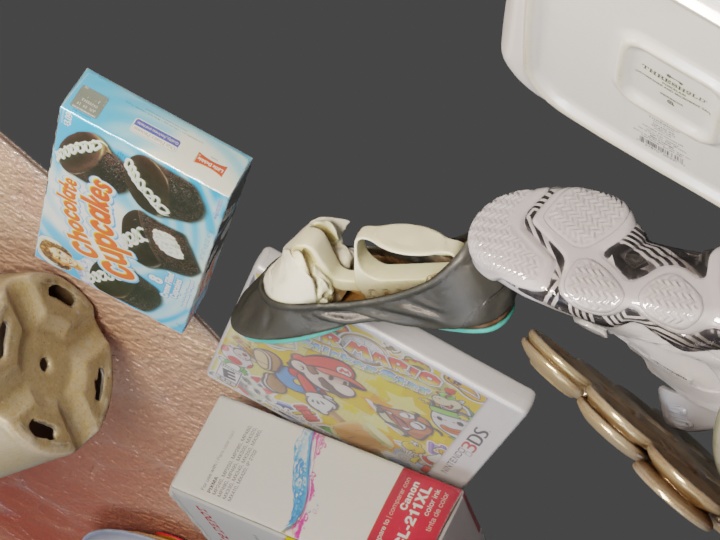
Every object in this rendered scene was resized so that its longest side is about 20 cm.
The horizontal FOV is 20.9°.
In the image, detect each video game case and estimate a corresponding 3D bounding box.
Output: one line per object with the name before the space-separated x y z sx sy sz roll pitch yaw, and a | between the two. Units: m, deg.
video game case | 0.001 0.076 1.322 0.200 0.023 0.182 29 150 0

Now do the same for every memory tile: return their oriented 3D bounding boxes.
memory tile | 0.170 0.104 1.039 0.153 0.017 0.200 46 -172 39

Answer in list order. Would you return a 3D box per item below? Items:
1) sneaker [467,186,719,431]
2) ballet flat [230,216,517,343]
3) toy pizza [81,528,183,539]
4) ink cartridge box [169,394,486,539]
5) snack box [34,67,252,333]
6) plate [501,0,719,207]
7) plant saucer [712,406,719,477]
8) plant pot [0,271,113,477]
sneaker | 0.154 0.027 1.062 0.199 0.075 0.115 15 146 18
ballet flat | 0.000 0.000 1.171 0.199 0.068 0.069 -5 128 29
toy pizza | -0.162 0.286 1.778 0.200 0.032 0.200 20 149 13
ink cartridge box | -0.019 0.181 1.411 0.200 0.083 0.146 20 160 21
snack box | -0.143 -0.039 1.248 0.116 0.037 0.200 28 151 1
plate | 0.139 -0.086 0.830 0.199 0.032 0.200 32 163 15
plant saucer | 0.267 0.051 0.975 0.199 0.050 0.200 -8 137 -7
plant pot | -0.289 0.081 1.431 0.183 0.201 0.201 -11 133 33
